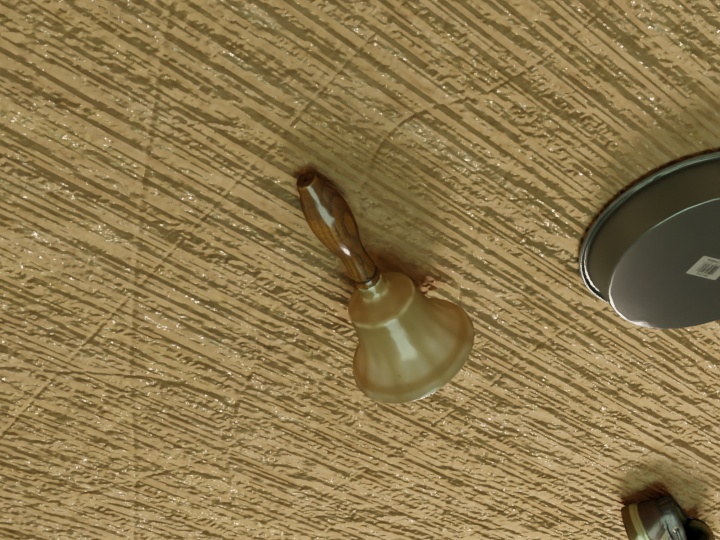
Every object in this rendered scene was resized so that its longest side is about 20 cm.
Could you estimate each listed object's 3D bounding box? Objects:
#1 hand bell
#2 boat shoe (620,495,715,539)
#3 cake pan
[{"bbox_3d":[0.000,0.000,1.299,0.104,0.104,0.200,-24,130,11],"label":"hand bell"},{"bbox_3d":[0.338,0.290,1.794,0.065,0.073,0.200,-26,143,21],"label":"boat shoe"},{"bbox_3d":[0.277,-0.018,1.400,0.200,0.037,0.200,-10,144,-8],"label":"cake pan"}]
